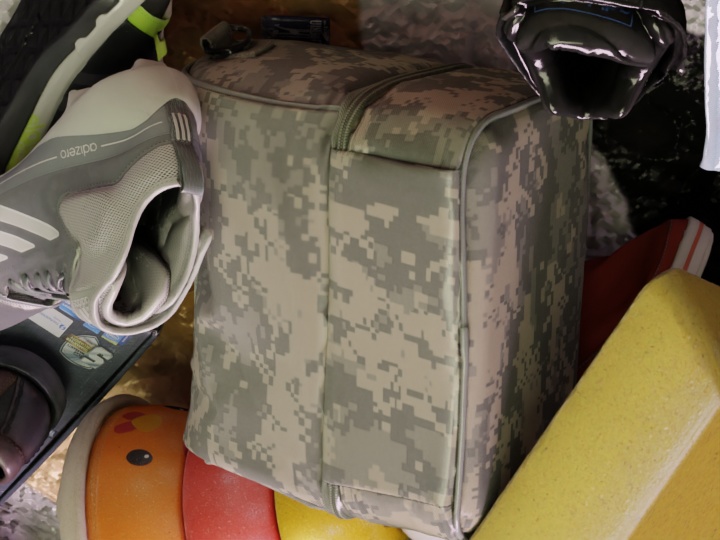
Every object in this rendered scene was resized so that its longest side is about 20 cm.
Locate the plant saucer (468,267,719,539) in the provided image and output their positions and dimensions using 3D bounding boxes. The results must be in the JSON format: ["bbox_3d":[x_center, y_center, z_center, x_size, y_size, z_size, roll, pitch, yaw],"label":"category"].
[{"bbox_3d":[0.130,0.107,1.274,0.048,0.200,0.200,38,99,29],"label":"plant saucer"}]

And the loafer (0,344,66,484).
[{"bbox_3d":[-0.235,0.082,1.387,0.200,0.063,0.072,-12,127,24],"label":"loafer"}]

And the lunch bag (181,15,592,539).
[{"bbox_3d":[0.000,0.000,1.262,0.168,0.139,0.200,9,108,24],"label":"lunch bag"}]

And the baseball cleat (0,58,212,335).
[{"bbox_3d":[-0.128,-0.005,1.255,0.070,0.107,0.200,6,146,-30],"label":"baseball cleat"}]

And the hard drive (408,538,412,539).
[{"bbox_3d":[0.009,0.173,1.372,0.200,0.132,0.027,-48,121,4],"label":"hard drive"}]

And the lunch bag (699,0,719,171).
[{"bbox_3d":[0.222,-0.134,1.137,0.169,0.127,0.200,5,139,11],"label":"lunch bag"}]

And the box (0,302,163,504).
[{"bbox_3d":[-0.212,0.009,1.396,0.200,0.051,0.158,34,129,-15],"label":"box"}]

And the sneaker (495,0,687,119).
[{"bbox_3d":[0.098,-0.141,1.139,0.077,0.111,0.200,8,143,3],"label":"sneaker"}]

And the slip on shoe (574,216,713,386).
[{"bbox_3d":[0.079,0.029,1.337,0.061,0.074,0.200,44,129,-18],"label":"slip on shoe"}]

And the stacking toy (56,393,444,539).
[{"bbox_3d":[-0.027,0.114,1.368,0.200,0.146,0.146,-13,125,20],"label":"stacking toy"}]

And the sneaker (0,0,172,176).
[{"bbox_3d":[-0.109,-0.094,1.293,0.083,0.072,0.200,17,136,-27],"label":"sneaker"}]
